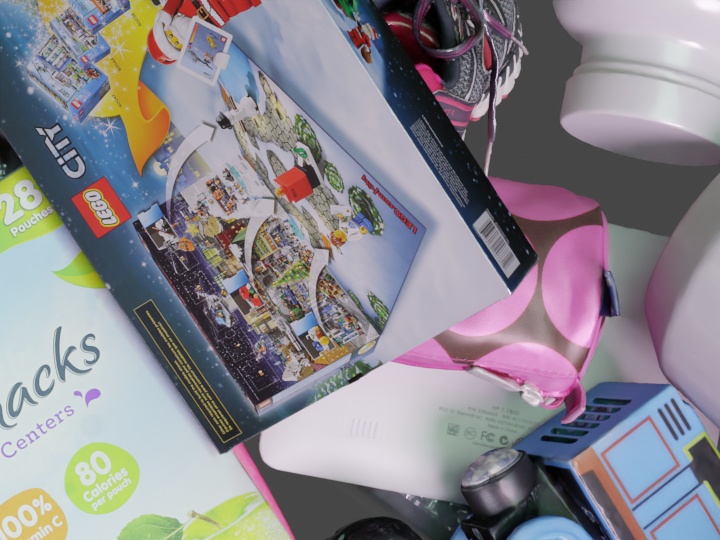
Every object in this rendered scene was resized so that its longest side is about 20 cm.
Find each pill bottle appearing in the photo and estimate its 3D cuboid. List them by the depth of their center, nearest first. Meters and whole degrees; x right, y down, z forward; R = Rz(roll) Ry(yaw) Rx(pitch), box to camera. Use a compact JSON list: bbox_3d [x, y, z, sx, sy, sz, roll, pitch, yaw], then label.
[{"bbox_3d":[0.140,-0.150,0.915,0.104,0.104,0.201,15,81,-12],"label":"pill bottle"}]

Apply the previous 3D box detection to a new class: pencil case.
[{"bbox_3d":[0.000,0.000,0.863,0.199,0.091,0.094,9,74,-3],"label":"pencil case"}]

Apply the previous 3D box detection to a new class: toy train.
[{"bbox_3d":[0.120,0.145,0.889,0.114,0.087,0.201,-34,98,-15],"label":"toy train"}]

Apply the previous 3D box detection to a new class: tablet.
[{"bbox_3d":[0.062,0.036,0.927,0.199,0.014,0.131,12,82,-13],"label":"tablet"}]

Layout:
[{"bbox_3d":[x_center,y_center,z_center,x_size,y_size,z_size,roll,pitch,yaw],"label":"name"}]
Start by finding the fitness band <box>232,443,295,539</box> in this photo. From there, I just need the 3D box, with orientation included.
[{"bbox_3d":[-0.105,0.110,0.868,0.143,0.037,0.201,-31,94,-14],"label":"fitness band"}]

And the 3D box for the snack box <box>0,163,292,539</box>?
[{"bbox_3d":[-0.137,0.089,0.810,0.168,0.068,0.200,-36,93,-16],"label":"snack box"}]

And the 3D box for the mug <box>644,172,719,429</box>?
[{"bbox_3d":[0.200,0.034,0.875,0.153,0.187,0.150,36,80,22],"label":"mug"}]

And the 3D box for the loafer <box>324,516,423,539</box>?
[{"bbox_3d":[0.038,0.194,0.878,0.068,0.070,0.201,-25,91,-14],"label":"loafer"}]

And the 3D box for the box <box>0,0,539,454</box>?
[{"bbox_3d":[-0.048,-0.050,0.768,0.136,0.038,0.200,-29,98,29],"label":"box"}]

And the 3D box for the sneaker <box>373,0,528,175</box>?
[{"bbox_3d":[0.028,-0.093,0.857,0.080,0.075,0.200,14,38,0],"label":"sneaker"}]
